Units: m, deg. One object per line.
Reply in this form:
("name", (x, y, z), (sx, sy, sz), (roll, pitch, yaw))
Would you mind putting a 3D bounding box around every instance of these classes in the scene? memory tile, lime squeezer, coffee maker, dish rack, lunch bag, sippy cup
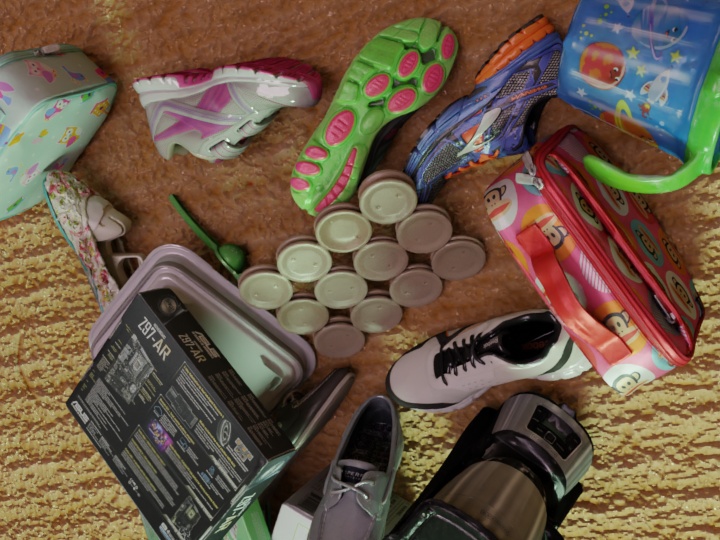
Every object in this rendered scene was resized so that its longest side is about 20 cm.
("memory tile", (0.000, 0.000, 0.951), (0.199, 0.017, 0.153), (-34, 130, 27))
("lime squeezer", (-0.110, -0.021, 1.032), (0.198, 0.038, 0.071), (14, 109, 21))
("coffee maker", (0.092, 0.215, 0.908), (0.191, 0.200, 0.135), (-28, 96, 37))
("dish rack", (-0.162, 0.089, 1.046), (0.199, 0.044, 0.172), (38, 116, -12))
("lunch bag", (0.180, -0.007, 0.825), (0.082, 0.176, 0.201), (-36, 91, 31))
("sippy cup", (0.222, -0.156, 0.792), (0.129, 0.178, 0.141), (22, 133, 20))
("lunch bag", (-0.338, -0.133, 1.035), (0.077, 0.160, 0.200), (46, 117, 6))

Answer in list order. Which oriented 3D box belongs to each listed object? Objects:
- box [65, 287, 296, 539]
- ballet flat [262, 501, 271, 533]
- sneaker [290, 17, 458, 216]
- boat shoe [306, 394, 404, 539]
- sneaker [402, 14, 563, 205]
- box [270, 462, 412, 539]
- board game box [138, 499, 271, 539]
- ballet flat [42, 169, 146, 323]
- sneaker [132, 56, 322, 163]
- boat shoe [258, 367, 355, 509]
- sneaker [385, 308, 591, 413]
("box", (-0.171, 0.142, 0.972), (0.200, 0.043, 0.161), (48, 119, 19))
("ballet flat", (-0.129, 0.319, 1.105), (0.071, 0.072, 0.202), (8, 108, 22))
("sneaker", (0.006, -0.139, 0.927), (0.077, 0.084, 0.200), (40, 99, -6))
("boat shoe", (-0.006, 0.193, 0.947), (0.069, 0.202, 0.072), (6, 130, 13))
("sneaker", (0.107, -0.117, 0.891), (0.078, 0.075, 0.200), (45, 118, 4))
("box", (-0.036, 0.311, 1.043), (0.101, 0.112, 0.202), (25, 111, 18))
("board game box", (-0.159, 0.221, 1.018), (0.134, 0.029, 0.202), (-22, 84, 33))
("ballet flat", (-0.253, -0.018, 1.083), (0.063, 0.076, 0.201), (-18, 105, 17))
("sneaker", (-0.118, -0.147, 0.984), (0.198, 0.081, 0.089), (0, 105, 33))
("boat shoe", (-0.083, 0.165, 1.037), (0.057, 0.067, 0.201), (39, 102, 11))
("sneaker", (0.104, 0.072, 0.927), (0.199, 0.080, 0.074), (-20, 67, 24))
